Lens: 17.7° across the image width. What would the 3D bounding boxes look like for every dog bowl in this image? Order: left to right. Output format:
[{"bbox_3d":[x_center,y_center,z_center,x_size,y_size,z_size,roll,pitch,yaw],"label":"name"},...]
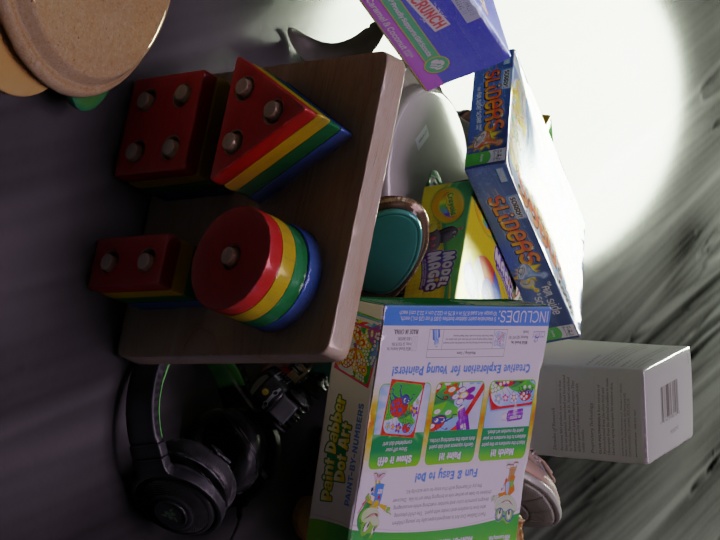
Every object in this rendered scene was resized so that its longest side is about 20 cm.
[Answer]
[{"bbox_3d":[0.036,-0.074,1.833,0.200,0.059,0.200,-9,100,-62],"label":"dog bowl"}]

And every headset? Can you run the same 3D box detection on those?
[{"bbox_3d":[-0.092,0.137,1.582,0.123,0.094,0.200,-34,112,-56],"label":"headset"}]

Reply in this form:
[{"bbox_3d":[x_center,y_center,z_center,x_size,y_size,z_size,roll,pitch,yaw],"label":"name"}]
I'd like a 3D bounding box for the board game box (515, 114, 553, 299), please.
[{"bbox_3d":[0.134,-0.049,1.956,0.200,0.030,0.096,-66,154,-50],"label":"board game box"}]

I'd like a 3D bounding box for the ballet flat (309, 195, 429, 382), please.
[{"bbox_3d":[0.000,0.000,1.709,0.065,0.070,0.200,-76,-168,-46],"label":"ballet flat"}]

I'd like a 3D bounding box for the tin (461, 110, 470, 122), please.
[{"bbox_3d":[0.101,-0.041,1.983,0.112,0.042,0.200,45,54,-60],"label":"tin"}]

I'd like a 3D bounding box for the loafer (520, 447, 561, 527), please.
[{"bbox_3d":[0.107,0.145,1.839,0.200,0.072,0.063,40,50,-49],"label":"loafer"}]

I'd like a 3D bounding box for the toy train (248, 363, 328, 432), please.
[{"bbox_3d":[-0.053,0.083,1.643,0.034,0.046,0.200,-48,178,4],"label":"toy train"}]

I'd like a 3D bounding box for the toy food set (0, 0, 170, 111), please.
[{"bbox_3d":[-0.177,-0.201,1.436,0.198,0.049,0.200,2,91,-62],"label":"toy food set"}]

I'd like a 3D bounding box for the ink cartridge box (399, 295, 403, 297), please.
[{"bbox_3d":[0.056,0.126,1.882,0.115,0.068,0.200,-33,121,-54],"label":"ink cartridge box"}]

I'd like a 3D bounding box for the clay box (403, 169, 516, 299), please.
[{"bbox_3d":[0.077,0.021,1.763,0.200,0.048,0.115,-77,151,-46],"label":"clay box"}]

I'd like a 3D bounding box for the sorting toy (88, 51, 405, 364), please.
[{"bbox_3d":[-0.083,-0.046,1.485,0.070,0.199,0.200,26,70,-43],"label":"sorting toy"}]

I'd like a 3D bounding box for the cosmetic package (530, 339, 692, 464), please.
[{"bbox_3d":[0.168,0.105,1.948,0.108,0.200,0.085,-19,108,-57],"label":"cosmetic package"}]

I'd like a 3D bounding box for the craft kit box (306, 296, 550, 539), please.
[{"bbox_3d":[0.049,0.118,1.619,0.200,0.048,0.198,3,95,-51],"label":"craft kit box"}]

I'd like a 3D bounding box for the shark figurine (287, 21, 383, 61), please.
[{"bbox_3d":[-0.028,-0.077,1.688,0.215,0.089,0.128,-60,143,-36],"label":"shark figurine"}]

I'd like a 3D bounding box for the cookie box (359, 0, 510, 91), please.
[{"bbox_3d":[0.028,-0.261,1.699,0.171,0.075,0.200,50,21,-52],"label":"cookie box"}]

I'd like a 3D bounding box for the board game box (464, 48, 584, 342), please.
[{"bbox_3d":[0.134,-0.058,1.845,0.135,0.034,0.200,-82,154,-43],"label":"board game box"}]

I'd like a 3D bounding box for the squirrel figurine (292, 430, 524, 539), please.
[{"bbox_3d":[0.033,0.237,1.759,0.200,0.141,0.187,33,71,-39],"label":"squirrel figurine"}]
